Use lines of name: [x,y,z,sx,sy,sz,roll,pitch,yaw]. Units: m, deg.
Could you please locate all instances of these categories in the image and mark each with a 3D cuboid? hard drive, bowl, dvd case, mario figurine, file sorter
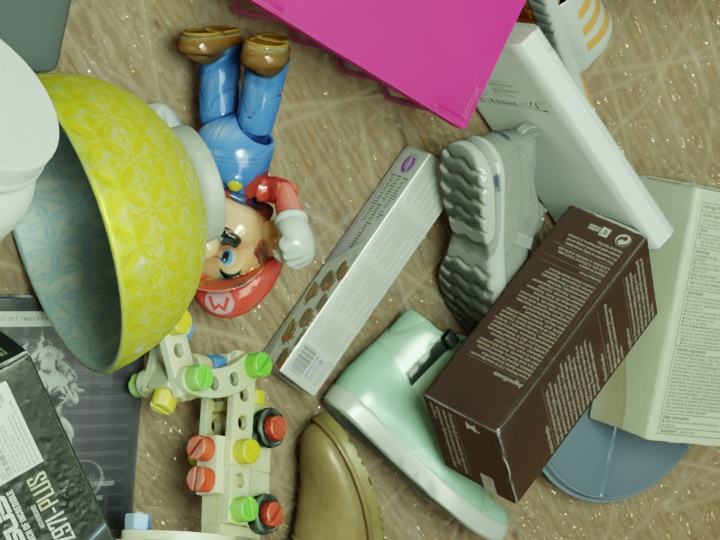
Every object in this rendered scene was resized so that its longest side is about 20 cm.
hard drive: [0.142,-0.104,1.450,0.027,0.132,0.200,-45,117,-15]
bowl: [-0.153,-0.044,1.269,0.107,0.200,0.201,-20,109,-25]
dvd case: [-0.228,0.116,1.368,0.148,0.016,0.201,0,101,-27]
mario figurine: [-0.095,-0.062,1.340,0.105,0.123,0.201,-6,108,-26]
file sorter: [-0.002,-0.211,1.355,0.199,0.125,0.140,28,86,-31]

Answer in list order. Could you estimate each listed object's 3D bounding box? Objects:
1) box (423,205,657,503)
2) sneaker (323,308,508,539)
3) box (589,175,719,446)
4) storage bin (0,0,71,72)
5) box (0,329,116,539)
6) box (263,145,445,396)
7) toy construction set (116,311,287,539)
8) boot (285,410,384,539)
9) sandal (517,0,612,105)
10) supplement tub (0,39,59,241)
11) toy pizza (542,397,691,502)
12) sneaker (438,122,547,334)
box: [0.137,0.061,1.435,0.200,0.075,0.100,-51,148,-25]
sneaker: [0.074,0.118,1.495,0.118,0.074,0.200,-50,118,-11]
box: [0.256,0.032,1.536,0.094,0.078,0.201,9,94,-32]
storage bin: [-0.264,-0.198,1.220,0.199,0.145,0.135,-1,112,-28]
box: [-0.238,0.137,1.265,0.086,0.164,0.201,-29,113,-18]
box: [0.000,0.000,1.451,0.041,0.039,0.201,38,82,-30]
toy construction set: [-0.118,0.131,1.369,0.131,0.092,0.201,18,84,-48]
boot: [-0.078,0.222,1.443,0.199,0.066,0.176,-24,111,-20]
sandal: [0.159,-0.177,1.463,0.059,0.079,0.207,-34,134,-8]
supplement tub: [-0.289,-0.048,1.180,0.145,0.146,0.200,28,125,-30]
toy pizza: [0.208,0.090,1.583,0.199,0.032,0.202,-7,103,-31]
sneaker: [0.111,-0.020,1.459,0.082,0.075,0.201,-26,137,-25]
